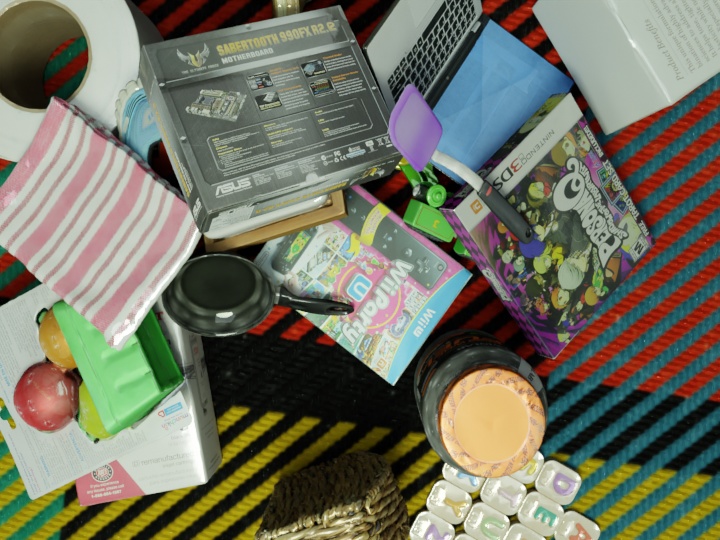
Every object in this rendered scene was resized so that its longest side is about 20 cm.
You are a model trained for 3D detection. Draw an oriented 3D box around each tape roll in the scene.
[{"bbox_3d":[-0.304,-0.205,0.812,0.197,0.139,0.208,0,92,0],"label":"tape roll"}]

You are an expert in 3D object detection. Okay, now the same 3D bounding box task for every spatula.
[{"bbox_3d":[0.098,-0.087,0.733,0.199,0.020,0.057,39,69,-22],"label":"spatula"}]

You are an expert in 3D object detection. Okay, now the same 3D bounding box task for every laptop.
[{"bbox_3d":[0.118,-0.206,0.793,0.114,0.201,0.189,21,68,30],"label":"laptop"}]

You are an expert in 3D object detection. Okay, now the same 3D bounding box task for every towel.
[{"bbox_3d":[-0.245,-0.045,0.711,0.199,0.030,0.148,37,96,16],"label":"towel"}]

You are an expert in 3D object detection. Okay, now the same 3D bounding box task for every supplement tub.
[{"bbox_3d":[0.117,0.129,0.789,0.119,0.200,0.126,0,92,0],"label":"supplement tub"}]

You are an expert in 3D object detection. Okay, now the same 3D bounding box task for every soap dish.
[{"bbox_3d":[-0.093,-0.126,0.802,0.154,0.081,0.205,-15,72,18],"label":"soap dish"}]

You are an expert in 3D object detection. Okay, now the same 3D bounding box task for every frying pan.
[{"bbox_3d":[-0.106,0.015,0.791,0.185,0.031,0.116,-12,134,0],"label":"frying pan"}]

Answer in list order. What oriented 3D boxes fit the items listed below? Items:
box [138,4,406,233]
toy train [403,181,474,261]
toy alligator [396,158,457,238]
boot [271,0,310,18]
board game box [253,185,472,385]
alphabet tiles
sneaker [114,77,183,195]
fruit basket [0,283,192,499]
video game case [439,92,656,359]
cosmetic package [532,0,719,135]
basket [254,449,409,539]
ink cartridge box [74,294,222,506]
[{"bbox_3d":[-0.077,-0.139,0.702,0.197,0.048,0.161,-20,78,-25],"label":"box"},{"bbox_3d":[0.132,-0.034,0.833,0.197,0.042,0.057,24,94,-22],"label":"toy train"},{"bbox_3d":[0.058,-0.128,0.850,0.054,0.059,0.201,-41,92,2],"label":"toy alligator"},{"bbox_3d":[-0.012,-0.314,0.806,0.151,0.073,0.203,7,53,-3],"label":"boot"},{"bbox_3d":[0.000,0.000,0.854,0.198,0.064,0.149,37,93,-1],"label":"board game box"},{"bbox_3d":[0.162,0.296,0.888,0.193,0.015,0.203,29,92,-1],"label":"alphabet tiles"},{"bbox_3d":[-0.197,-0.082,0.765,0.077,0.203,0.090,-20,54,-30],"label":"sneaker"},{"bbox_3d":[-0.281,0.103,0.778,0.197,0.094,0.188,-26,89,17],"label":"fruit basket"},{"bbox_3d":[0.199,-0.045,0.814,0.181,0.036,0.201,-43,110,-14],"label":"video game case"},{"bbox_3d":[0.310,-0.271,0.785,0.198,0.166,0.169,-32,91,-2],"label":"cosmetic package"},{"bbox_3d":[-0.011,0.284,0.797,0.140,0.200,0.152,-19,90,0],"label":"basket"},{"bbox_3d":[-0.242,0.131,0.851,0.143,0.083,0.205,-10,92,2],"label":"ink cartridge box"}]
